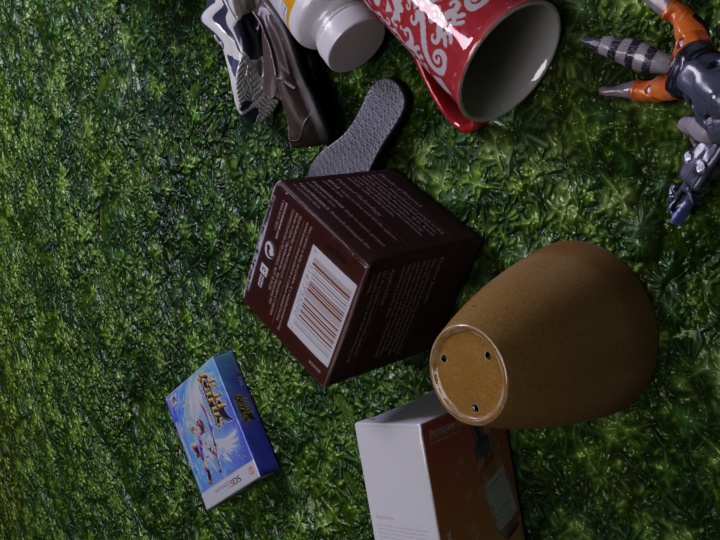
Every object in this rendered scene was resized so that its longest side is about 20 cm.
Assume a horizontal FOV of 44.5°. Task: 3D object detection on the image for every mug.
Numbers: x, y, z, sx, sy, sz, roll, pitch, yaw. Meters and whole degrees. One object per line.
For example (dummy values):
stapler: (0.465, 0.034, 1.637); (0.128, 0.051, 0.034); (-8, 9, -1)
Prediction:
mug: (0.085, -0.253, 0.927); (0.201, 0.132, 0.180); (50, 128, 30)

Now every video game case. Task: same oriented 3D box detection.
video game case: (-0.227, 0.260, 1.417); (0.181, 0.045, 0.203); (-38, 71, 42)

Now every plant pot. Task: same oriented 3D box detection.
plant pot: (0.163, 0.080, 0.868); (0.184, 0.197, 0.191); (13, 109, 43)

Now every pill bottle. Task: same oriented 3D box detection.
pill bottle: (-0.054, -0.341, 1.060); (0.202, 0.110, 0.111); (57, 132, 20)

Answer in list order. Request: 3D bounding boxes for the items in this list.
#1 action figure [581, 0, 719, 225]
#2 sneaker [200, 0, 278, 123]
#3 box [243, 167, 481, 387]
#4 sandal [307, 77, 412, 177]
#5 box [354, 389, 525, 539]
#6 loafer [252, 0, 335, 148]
action figure: (0.283, -0.142, 0.769); (0.193, 0.103, 0.204); (45, 126, 41)
sneaker: (-0.166, -0.315, 1.212); (0.129, 0.078, 0.203); (43, 148, 53)
box: (0.000, 0.000, 1.016); (0.164, 0.197, 0.169); (41, 125, 31)
sandal: (0.004, -0.149, 1.100); (0.077, 0.043, 0.201); (51, 121, 15)
box: (0.095, 0.253, 1.008); (0.105, 0.150, 0.205); (-8, 94, 46)
loafer: (-0.099, -0.248, 1.125); (0.070, 0.073, 0.204); (-22, 91, 11)
